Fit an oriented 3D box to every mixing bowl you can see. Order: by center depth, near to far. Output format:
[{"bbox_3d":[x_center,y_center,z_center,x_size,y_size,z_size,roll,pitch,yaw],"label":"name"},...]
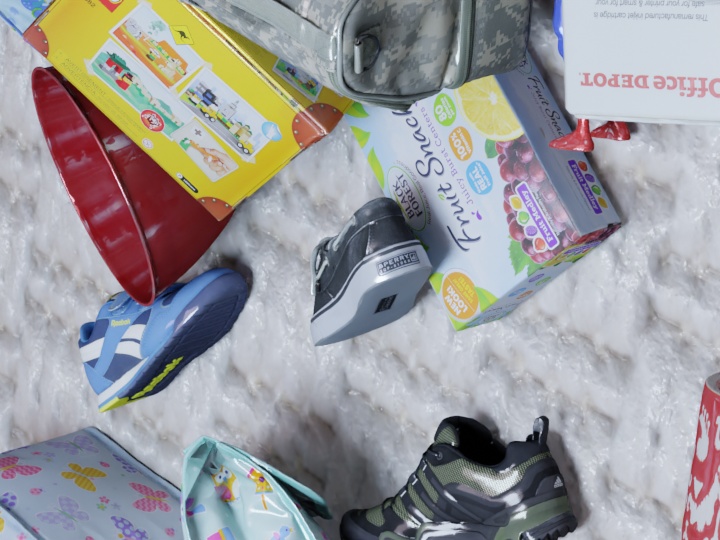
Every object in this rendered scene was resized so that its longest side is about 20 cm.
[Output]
[{"bbox_3d":[-0.159,-0.085,1.786,0.200,0.108,0.200,55,163,26],"label":"mixing bowl"}]

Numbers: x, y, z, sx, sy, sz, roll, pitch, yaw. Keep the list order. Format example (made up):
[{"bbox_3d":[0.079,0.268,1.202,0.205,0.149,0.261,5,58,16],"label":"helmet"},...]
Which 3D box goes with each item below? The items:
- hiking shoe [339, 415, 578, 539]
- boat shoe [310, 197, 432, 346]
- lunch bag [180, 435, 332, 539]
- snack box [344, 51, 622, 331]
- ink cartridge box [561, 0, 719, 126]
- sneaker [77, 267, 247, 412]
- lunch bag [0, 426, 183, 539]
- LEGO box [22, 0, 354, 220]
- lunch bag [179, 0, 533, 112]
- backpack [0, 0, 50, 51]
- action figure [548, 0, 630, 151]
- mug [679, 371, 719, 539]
[{"bbox_3d":[0.067,0.156,1.691,0.199,0.076,0.101,-12,84,36],"label":"hiking shoe"},{"bbox_3d":[-0.003,0.001,1.674,0.199,0.073,0.068,115,136,-72],"label":"boat shoe"},{"bbox_3d":[-0.071,0.219,1.750,0.170,0.122,0.201,77,167,-80],"label":"lunch bag"},{"bbox_3d":[0.077,-0.080,1.622,0.142,0.053,0.201,-40,71,44],"label":"snack box"},{"bbox_3d":[0.201,-0.195,1.451,0.146,0.083,0.201,8,106,42],"label":"ink cartridge box"},{"bbox_3d":[-0.166,0.041,1.876,0.200,0.074,0.083,-38,72,41],"label":"sneaker"},{"bbox_3d":[-0.233,0.233,1.920,0.200,0.169,0.128,29,118,35],"label":"lunch bag"},{"bbox_3d":[-0.116,-0.152,1.647,0.200,0.077,0.149,43,138,-10],"label":"LEGO box"},{"bbox_3d":[-0.009,-0.193,1.513,0.200,0.167,0.140,35,132,40],"label":"lunch bag"},{"bbox_3d":[-0.190,-0.246,1.756,0.200,0.154,0.163,-8,137,48],"label":"backpack"},{"bbox_3d":[0.124,-0.185,1.542,0.099,0.065,0.201,11,110,43],"label":"action figure"},{"bbox_3d":[0.279,0.171,1.469,0.133,0.177,0.201,-131,43,-73],"label":"mug"}]
